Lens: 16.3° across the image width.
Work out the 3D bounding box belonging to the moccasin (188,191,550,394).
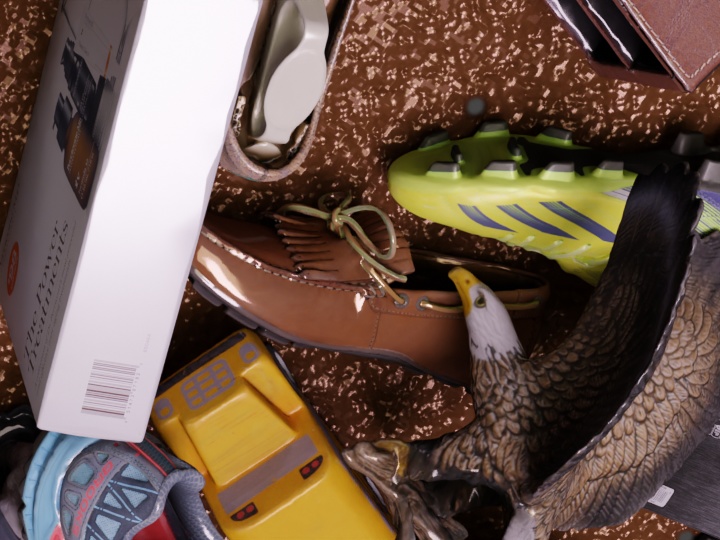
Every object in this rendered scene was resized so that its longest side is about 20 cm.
[{"bbox_3d":[0.000,0.001,1.158,0.201,0.074,0.078,19,108,-23],"label":"moccasin"}]

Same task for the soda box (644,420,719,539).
[{"bbox_3d":[0.211,0.106,1.268,0.199,0.071,0.064,24,105,-24],"label":"soda box"}]

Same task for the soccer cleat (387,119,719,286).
[{"bbox_3d":[0.108,-0.023,1.185,0.199,0.065,0.084,2,116,-17],"label":"soccer cleat"}]

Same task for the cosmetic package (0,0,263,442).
[{"bbox_3d":[-0.104,-0.051,1.063,0.051,0.151,0.201,10,110,-18],"label":"cosmetic package"}]

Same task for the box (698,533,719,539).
[{"bbox_3d":[0.250,0.228,1.262,0.051,0.200,0.158,-41,119,-10],"label":"box"}]

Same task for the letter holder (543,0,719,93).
[{"bbox_3d":[0.154,-0.197,1.081,0.200,0.101,0.142,-42,107,-7],"label":"letter holder"}]

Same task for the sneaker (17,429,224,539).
[{"bbox_3d":[-0.092,0.161,1.136,0.079,0.095,0.201,-41,129,-39],"label":"sneaker"}]

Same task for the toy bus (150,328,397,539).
[{"bbox_3d":[-0.026,0.117,1.191,0.065,0.078,0.200,-33,134,1],"label":"toy bus"}]

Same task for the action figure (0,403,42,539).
[{"bbox_3d":[-0.226,0.115,1.135,0.200,0.105,0.194,-40,108,1],"label":"action figure"}]

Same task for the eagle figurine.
[{"bbox_3d":[0.093,0.054,1.116,0.199,0.152,0.151,-28,113,7],"label":"eagle figurine"}]

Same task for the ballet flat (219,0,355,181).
[{"bbox_3d":[-0.022,-0.130,1.098,0.068,0.067,0.201,6,112,-19],"label":"ballet flat"}]
